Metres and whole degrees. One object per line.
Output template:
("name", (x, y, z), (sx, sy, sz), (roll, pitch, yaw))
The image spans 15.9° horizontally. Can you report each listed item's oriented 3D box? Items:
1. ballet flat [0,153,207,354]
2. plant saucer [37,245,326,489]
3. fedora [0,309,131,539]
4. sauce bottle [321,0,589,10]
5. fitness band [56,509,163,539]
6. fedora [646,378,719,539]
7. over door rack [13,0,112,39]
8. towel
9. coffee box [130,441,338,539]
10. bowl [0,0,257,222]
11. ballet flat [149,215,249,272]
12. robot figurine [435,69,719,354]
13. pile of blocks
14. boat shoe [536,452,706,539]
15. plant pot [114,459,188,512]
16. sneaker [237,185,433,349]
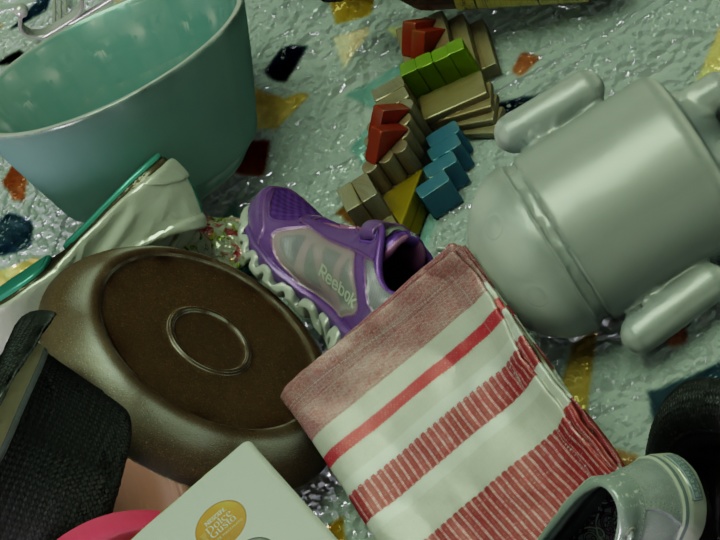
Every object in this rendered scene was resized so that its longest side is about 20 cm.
("ballet flat", (-0.180, 0.008, 1.645), (0.200, 0.069, 0.069), (-39, 44, 9))
("plant saucer", (-0.096, 0.051, 1.548), (0.032, 0.200, 0.200), (-56, 35, 33))
("fedora", (-0.184, 0.125, 1.415), (0.091, 0.201, 0.201), (24, 62, -5))
("sauce bottle", (0.071, -0.204, 1.702), (0.200, 0.065, 0.065), (-1, 53, 10))
("fitness band", (-0.114, 0.206, 1.418), (0.144, 0.200, 0.037), (-56, 45, 8))
("fedora", (0.236, 0.133, 1.319), (0.091, 0.201, 0.201), (-20, 39, -26))
("over door rack", (-0.174, -0.271, 1.933), (0.200, 0.067, 0.148), (-20, 48, 16))
("towel", (0.055, 0.100, 1.466), (0.144, 0.023, 0.200), (-42, 63, 13))
("coffee box", (-0.045, 0.254, 1.337), (0.200, 0.200, 0.198), (-41, 44, -5))
("bowl", (-0.150, -0.101, 1.729), (0.200, 0.105, 0.201), (-20, 24, 10))
("ballet flat", (-0.157, 0.007, 1.693), (0.200, 0.064, 0.076), (-28, 24, 7))
("robot figurine", (0.147, -0.035, 1.518), (0.200, 0.113, 0.170), (-31, 69, 4))
("pile of blocks", (0.040, -0.097, 1.668), (0.082, 0.062, 0.200), (-4, 54, 28))
("boat shoe", (0.102, 0.168, 1.340), (0.070, 0.071, 0.201), (58, 134, 32))
("plant pot", (-0.198, 0.157, 1.553), (0.201, 0.201, 0.093), (-40, 5, -3))
("sneaker", (0.000, 0.000, 1.583), (0.200, 0.080, 0.089), (49, 120, 41))
